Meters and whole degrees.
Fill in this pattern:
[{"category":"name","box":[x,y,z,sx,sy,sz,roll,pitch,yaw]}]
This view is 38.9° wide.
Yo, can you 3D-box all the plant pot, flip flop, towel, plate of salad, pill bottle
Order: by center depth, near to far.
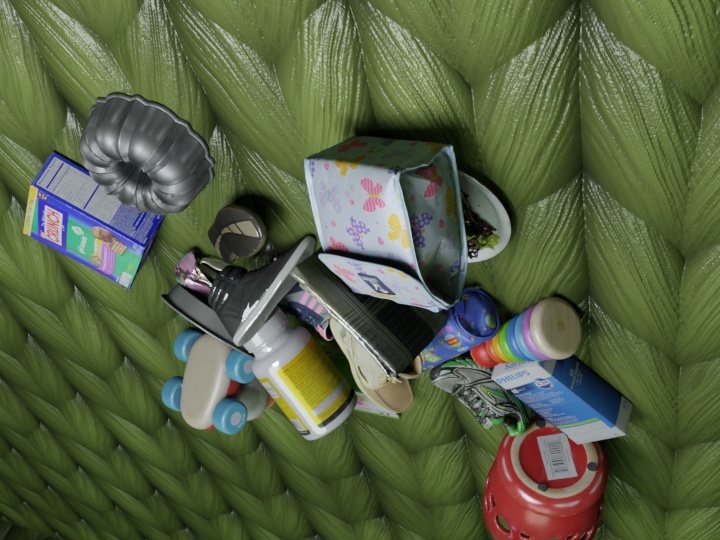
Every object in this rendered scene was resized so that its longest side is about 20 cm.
[{"category":"plate of salad","box":[0.098,-0.066,1.326,0.198,0.048,0.201,17,147,11]},{"category":"towel","box":[0.011,0.039,1.370,0.200,0.192,0.035,46,123,4]},{"category":"flip flop","box":[-0.176,-0.057,1.515,0.082,0.057,0.200,62,158,0]},{"category":"pill bottle","box":[-0.102,0.160,1.615,0.111,0.111,0.201,-21,110,49]},{"category":"plant pot","box":[0.301,0.350,1.666,0.198,0.201,0.183,14,143,16]}]

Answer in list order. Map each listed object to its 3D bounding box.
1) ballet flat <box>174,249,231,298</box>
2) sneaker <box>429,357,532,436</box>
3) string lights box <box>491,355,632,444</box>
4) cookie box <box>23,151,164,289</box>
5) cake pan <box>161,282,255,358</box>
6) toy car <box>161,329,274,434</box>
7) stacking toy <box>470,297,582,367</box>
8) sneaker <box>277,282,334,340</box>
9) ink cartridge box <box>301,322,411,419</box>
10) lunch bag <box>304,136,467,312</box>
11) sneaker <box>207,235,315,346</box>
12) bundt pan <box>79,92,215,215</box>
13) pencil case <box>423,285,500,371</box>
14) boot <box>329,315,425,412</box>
[{"category":"ballet flat","box":[-0.208,0.031,1.669,0.199,0.069,0.071,33,123,-13]},{"category":"sneaker","box":[0.193,0.196,1.588,0.199,0.086,0.078,25,147,-22]},{"category":"string lights box","box":[0.306,0.183,1.546,0.199,0.059,0.102,38,145,-21]},{"category":"cookie box","box":[-0.432,-0.076,1.639,0.199,0.076,0.171,29,149,-7]},{"category":"cake pan","box":[-0.238,0.081,1.697,0.199,0.037,0.200,33,179,0]},{"category":"toy car","box":[-0.229,0.210,1.896,0.183,0.179,0.199,13,179,41]},{"category":"stacking toy","box":[0.225,0.098,1.468,0.085,0.086,0.200,35,154,-17]},{"category":"sneaker","box":[-0.063,0.067,1.597,0.198,0.083,0.070,1,142,33]},{"category":"ink cartridge box","box":[-0.014,0.166,1.685,0.146,0.076,0.200,9,157,22]},{"category":"lunch bag","box":[0.034,-0.049,1.237,0.169,0.127,0.202,14,125,43]},{"category":"sneaker","box":[-0.156,0.007,1.524,0.099,0.200,0.071,42,-167,14]},{"category":"bundt pan","box":[-0.312,-0.152,1.447,0.200,0.076,0.203,17,149,11]},{"category":"pencil case","box":[0.123,0.091,1.512,0.086,0.079,0.200,23,150,-20]},{"category":"boot","box":[0.045,0.141,1.477,0.154,0.072,0.201,14,139,60]}]
